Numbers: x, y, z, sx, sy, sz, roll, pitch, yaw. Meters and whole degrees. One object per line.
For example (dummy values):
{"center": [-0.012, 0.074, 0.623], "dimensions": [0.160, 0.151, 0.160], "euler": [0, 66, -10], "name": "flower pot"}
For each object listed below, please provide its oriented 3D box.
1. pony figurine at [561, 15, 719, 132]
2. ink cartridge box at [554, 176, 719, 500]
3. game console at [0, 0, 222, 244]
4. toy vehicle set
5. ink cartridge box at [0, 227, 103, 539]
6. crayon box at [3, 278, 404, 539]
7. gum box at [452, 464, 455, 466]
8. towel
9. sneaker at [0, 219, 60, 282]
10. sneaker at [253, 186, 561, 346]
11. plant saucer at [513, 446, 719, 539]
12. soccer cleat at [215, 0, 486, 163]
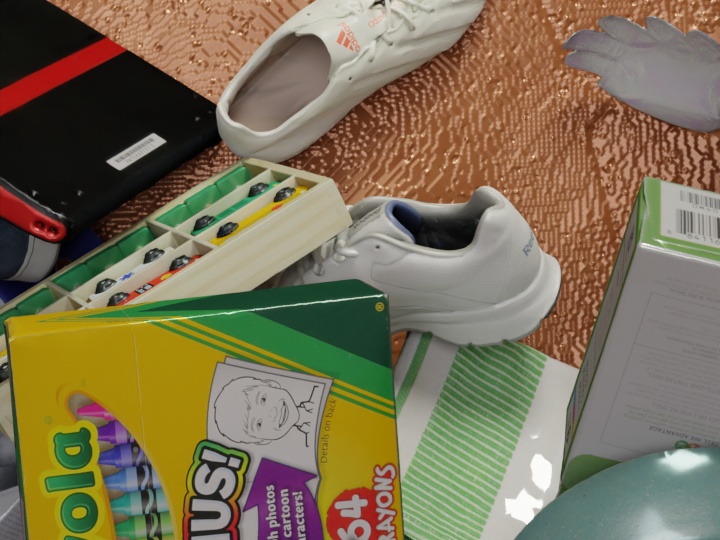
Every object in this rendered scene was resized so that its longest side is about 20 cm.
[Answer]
{"center": [0.225, -0.122, 0.945], "dimensions": [0.193, 0.167, 0.200], "euler": [35, 76, 2], "name": "pony figurine"}
{"center": [0.156, 0.062, 0.860], "dimensions": [0.103, 0.059, 0.201], "euler": [13, 126, 2], "name": "ink cartridge box"}
{"center": [-0.182, -0.090, 0.975], "dimensions": [0.176, 0.200, 0.031], "euler": [33, 120, 8], "name": "game console"}
{"center": [-0.112, 0.008, 0.923], "dimensions": [0.199, 0.124, 0.027], "euler": [-33, 110, -17], "name": "toy vehicle set"}
{"center": [-0.213, 0.056, 1.002], "dimensions": [0.200, 0.041, 0.200], "euler": [-46, 57, 1], "name": "ink cartridge box"}
{"center": [-0.069, 0.114, 0.843], "dimensions": [0.171, 0.058, 0.201], "euler": [-7, 99, -15], "name": "crayon box"}
{"center": [-0.039, 0.149, 0.988], "dimensions": [0.199, 0.066, 0.114], "euler": [7, 85, 9], "name": "gum box"}
{"center": [0.099, 0.109, 0.941], "dimensions": [0.199, 0.023, 0.153], "euler": [23, 53, 2], "name": "towel"}
{"center": [-0.267, -0.069, 0.980], "dimensions": [0.202, 0.146, 0.077], "euler": [49, 126, 34], "name": "sneaker"}
{"center": [0.000, 0.000, 0.946], "dimensions": [0.199, 0.087, 0.075], "euler": [-14, 45, 13], "name": "sneaker"}
{"center": [0.155, 0.178, 0.853], "dimensions": [0.199, 0.036, 0.201], "euler": [-2, 115, -3], "name": "plant saucer"}
{"center": [0.003, -0.132, 1.002], "dimensions": [0.200, 0.078, 0.069], "euler": [-42, 80, 3], "name": "soccer cleat"}
